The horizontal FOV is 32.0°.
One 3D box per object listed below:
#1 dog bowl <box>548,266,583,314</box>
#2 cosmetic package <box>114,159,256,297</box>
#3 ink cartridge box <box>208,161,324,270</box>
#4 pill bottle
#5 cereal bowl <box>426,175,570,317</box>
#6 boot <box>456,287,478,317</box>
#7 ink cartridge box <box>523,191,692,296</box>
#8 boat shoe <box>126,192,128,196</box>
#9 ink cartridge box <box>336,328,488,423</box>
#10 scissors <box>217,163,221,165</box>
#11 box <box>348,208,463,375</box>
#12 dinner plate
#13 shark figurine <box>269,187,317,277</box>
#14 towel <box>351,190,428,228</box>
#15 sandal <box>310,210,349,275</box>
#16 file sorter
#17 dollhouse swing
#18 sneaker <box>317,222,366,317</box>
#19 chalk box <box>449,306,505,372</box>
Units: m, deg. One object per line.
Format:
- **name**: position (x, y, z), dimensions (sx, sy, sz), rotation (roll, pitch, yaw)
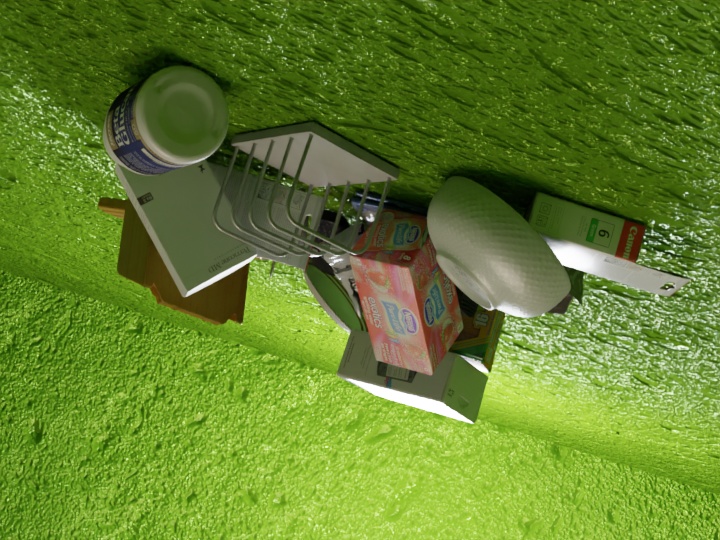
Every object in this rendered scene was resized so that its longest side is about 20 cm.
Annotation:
- **dog bowl**: position (0.213, -0.002, 1.707), dimensions (0.198, 0.059, 0.200), rotation (19, 168, 4)
- **cosmetic package**: position (-0.233, -0.078, 1.669), dimensions (0.201, 0.112, 0.081), rotation (59, 167, 1)
- **ink cartridge box**: position (-0.153, -0.077, 1.752), dimensions (0.198, 0.110, 0.050), rotation (17, 178, 7)
- **pill bottle**: position (-0.241, -0.172, 1.494), dimensions (0.110, 0.112, 0.200), rotation (24, 167, -24)
- **cereal bowl**: position (0.151, -0.014, 1.500), dimensions (0.200, 0.083, 0.200), rotation (43, 172, 8)
- **boot**: position (0.085, 0.011, 1.833), dimensions (0.131, 0.070, 0.200), rotation (15, 162, 31)
- **ink cartridge box**: position (0.289, -0.029, 1.486), dimensions (0.198, 0.051, 0.109), rotation (17, 169, 3)
- **boat shoe**: position (-0.299, -0.140, 1.832), dimensions (0.064, 0.075, 0.202), rotation (24, 161, -2)
- **ink cartridge box**: position (0.085, 0.169, 2.008), dimensions (0.198, 0.086, 0.147), rotation (11, 166, 31)
- **scissors**: position (-0.203, -0.126, 1.887), dimensions (0.073, 0.014, 0.200), rotation (19, 167, -9)
- **box**: position (0.064, 0.030, 1.685), dimensions (0.094, 0.103, 0.201), rotation (13, 137, 30)
- **dinner plate**: position (-0.044, 0.046, 2.110), dimensions (0.200, 0.024, 0.200), rotation (48, -169, -13)
- **shark figurine**: position (-0.102, -0.041, 1.869), dimensions (0.089, 0.129, 0.214), rotation (11, 172, -15)
- **towel**: position (0.071, -0.057, 1.762), dimensions (0.146, 0.024, 0.200), rotation (15, 167, 15)
- **sandal**: position (-0.036, -0.047, 1.942), dimensions (0.075, 0.048, 0.201), rotation (18, 156, 7)
- **file sorter**: position (-0.075, -0.093, 1.573), dimensions (0.138, 0.126, 0.199), rotation (25, 166, -32)
- **dollhouse swing**: position (-0.297, -0.013, 1.873), dimensions (0.175, 0.184, 0.199), rotation (-10, 157, 38)
- **sneaker**: position (0.000, 0.000, 1.785), dimensions (0.116, 0.075, 0.200), rotation (61, -176, 4)
- **chalk box**: position (0.126, 0.072, 2.016), dimensions (0.198, 0.126, 0.124), rotation (14, 168, 14)
